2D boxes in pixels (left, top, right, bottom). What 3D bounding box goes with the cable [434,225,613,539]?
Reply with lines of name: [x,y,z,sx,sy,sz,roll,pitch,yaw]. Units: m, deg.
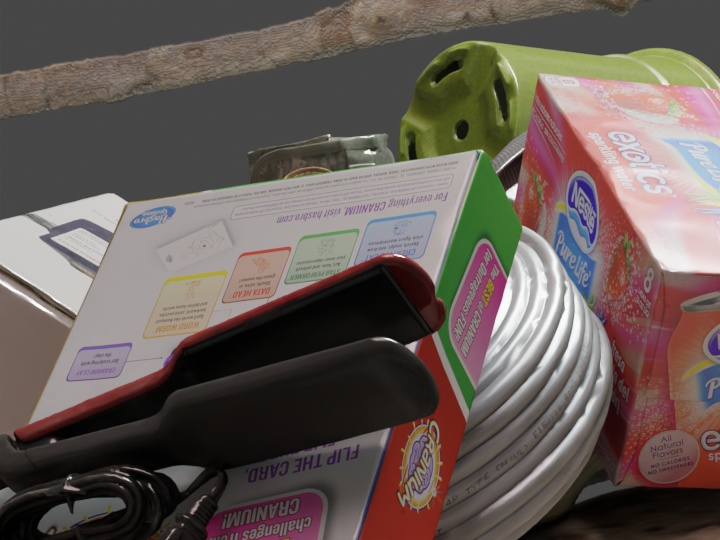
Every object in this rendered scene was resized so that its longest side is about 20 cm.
cable: [-0.002,0.054,0.754,0.199,0.070,0.200,-25,22,-5]

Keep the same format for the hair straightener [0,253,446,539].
hair straightener: [-0.068,0.057,0.604,0.199,0.041,0.077,-17,40,18]

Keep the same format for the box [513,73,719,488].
box: [0.135,0.000,0.831,0.102,0.095,0.200,4,26,-11]

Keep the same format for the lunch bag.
lunch bag: [-0.016,-0.012,1.411,0.117,0.166,0.200,-8,3,-9]

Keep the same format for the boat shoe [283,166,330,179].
boat shoe: [0.000,0.000,1.139,0.073,0.067,0.201,-20,48,-12]

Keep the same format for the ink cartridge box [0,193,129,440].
ink cartridge box: [-0.140,0.054,0.846,0.084,0.145,0.200,32,12,6]

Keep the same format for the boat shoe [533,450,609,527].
boat shoe: [0.070,0.066,0.845,0.073,0.064,0.200,-4,8,44]

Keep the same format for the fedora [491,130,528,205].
fedora: [0.084,0.025,1.005,0.090,0.178,0.200,26,41,14]

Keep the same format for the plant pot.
plant pot: [0.132,-0.079,1.406,0.189,0.202,0.199,12,-10,-39]

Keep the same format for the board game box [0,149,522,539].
board game box: [-0.041,0.052,0.660,0.152,0.040,0.201,-7,44,29]
